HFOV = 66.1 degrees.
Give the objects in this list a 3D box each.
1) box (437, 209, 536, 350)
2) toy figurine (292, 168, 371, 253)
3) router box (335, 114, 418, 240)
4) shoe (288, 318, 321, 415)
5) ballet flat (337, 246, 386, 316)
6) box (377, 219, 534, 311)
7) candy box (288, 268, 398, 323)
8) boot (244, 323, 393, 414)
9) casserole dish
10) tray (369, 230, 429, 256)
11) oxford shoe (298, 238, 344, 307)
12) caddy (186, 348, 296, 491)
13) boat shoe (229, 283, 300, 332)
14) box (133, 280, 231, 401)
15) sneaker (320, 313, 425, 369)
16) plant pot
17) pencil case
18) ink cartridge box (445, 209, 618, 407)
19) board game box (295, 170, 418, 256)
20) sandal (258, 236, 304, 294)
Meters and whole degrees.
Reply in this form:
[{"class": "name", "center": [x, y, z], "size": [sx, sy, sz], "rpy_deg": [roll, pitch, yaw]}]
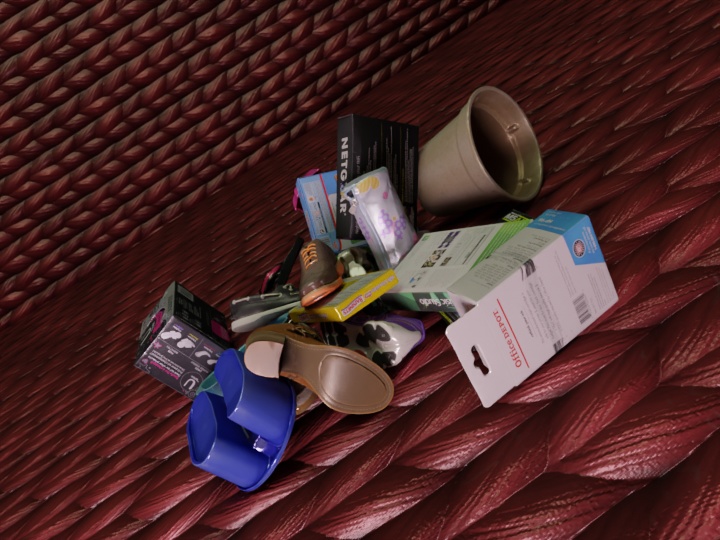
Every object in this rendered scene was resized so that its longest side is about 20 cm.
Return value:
[{"class": "box", "center": [0.187, 0.003, 0.759], "size": [0.191, 0.048, 0.200], "rpy_deg": [-32, 22, -4]}, {"class": "toy figurine", "center": [-0.053, -0.115, 1.102], "size": [0.197, 0.186, 0.150], "rpy_deg": [-16, 21, 36]}, {"class": "router box", "center": [0.031, -0.154, 0.953], "size": [0.147, 0.205, 0.051], "rpy_deg": [0, 2, -36]}, {"class": "shoe", "center": [-0.097, 0.140, 0.835], "size": [0.069, 0.054, 0.201], "rpy_deg": [-27, 23, 11]}, {"class": "ballet flat", "center": [0.000, 0.000, 0.935], "size": [0.067, 0.069, 0.200], "rpy_deg": [-34, 32, -1]}, {"class": "box", "center": [0.127, -0.004, 0.750], "size": [0.198, 0.037, 0.145], "rpy_deg": [-5, 36, 53]}, {"class": "candy box", "center": [-0.031, 0.040, 0.806], "size": [0.102, 0.027, 0.199], "rpy_deg": [-36, 10, -23]}, {"class": "boot", "center": [-0.054, 0.115, 0.734], "size": [0.155, 0.196, 0.075], "rpy_deg": [-127, 58, -85]}, {"class": "casserole dish", "center": [-0.185, 0.149, 0.923], "size": [0.199, 0.039, 0.121], "rpy_deg": [-41, 10, -23]}, {"class": "tray", "center": [0.038, -0.017, 1.018], "size": [0.197, 0.022, 0.108], "rpy_deg": [-26, 23, 15]}, {"class": "oxford shoe", "center": [-0.070, -0.001, 0.828], "size": [0.070, 0.074, 0.200], "rpy_deg": [-29, 10, 5]}, {"class": "caddy", "center": [-0.150, 0.194, 0.732], "size": [0.143, 0.104, 0.200], "rpy_deg": [-58, 25, 0]}, {"class": "boat shoe", "center": [-0.146, 0.056, 1.005], "size": [0.196, 0.061, 0.074], "rpy_deg": [-19, -17, 10]}, {"class": "box", "center": [-0.332, 0.125, 1.034], "size": [0.115, 0.132, 0.200], "rpy_deg": [-51, 24, 1]}, {"class": "sneaker", "center": [0.014, 0.097, 0.783], "size": [0.082, 0.082, 0.198], "rpy_deg": [-17, 9, -38]}, {"class": "plant pot", "center": [0.190, -0.186, 0.982], "size": [0.182, 0.201, 0.201], "rpy_deg": [-23, 21, 49]}, {"class": "pencil case", "center": [0.043, -0.060, 0.869], "size": [0.082, 0.203, 0.091], "rpy_deg": [-22, 15, 23]}, {"class": "ink cartridge box", "center": [0.175, 0.038, 0.609], "size": [0.198, 0.117, 0.068], "rpy_deg": [-36, 22, -11]}, {"class": "board game box", "center": [-0.006, -0.117, 1.034], "size": [0.196, 0.154, 0.037], "rpy_deg": [-15, -9, -16]}, {"class": "sandal", "center": [-0.169, 0.017, 1.103], "size": [0.075, 0.044, 0.203], "rpy_deg": [124, 168, -63]}]
